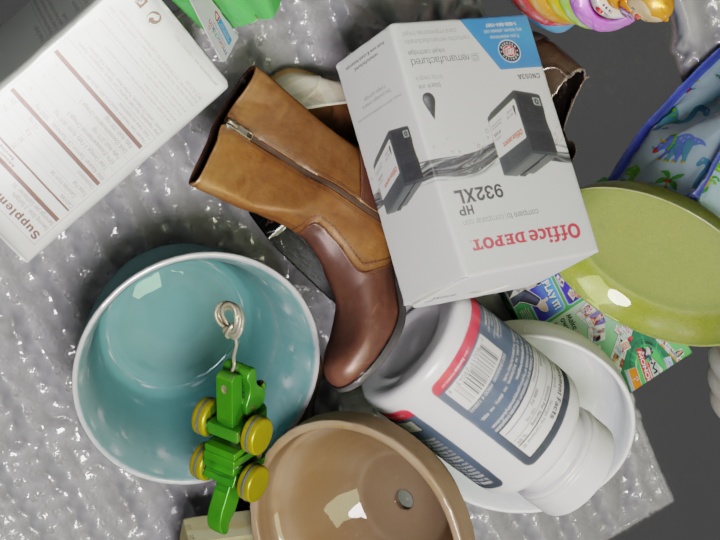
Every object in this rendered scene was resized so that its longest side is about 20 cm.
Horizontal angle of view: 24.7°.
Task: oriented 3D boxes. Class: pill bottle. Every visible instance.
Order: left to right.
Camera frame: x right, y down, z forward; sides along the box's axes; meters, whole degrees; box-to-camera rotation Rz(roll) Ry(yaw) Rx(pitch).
[{"bbox_3d":[0.109,0.112,1.348,0.199,0.120,0.120,38,97,-22],"label":"pill bottle"}]

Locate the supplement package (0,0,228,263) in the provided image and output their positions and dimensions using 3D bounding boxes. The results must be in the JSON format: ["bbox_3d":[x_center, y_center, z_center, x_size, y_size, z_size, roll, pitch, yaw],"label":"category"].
[{"bbox_3d":[-0.216,-0.128,1.209,0.200,0.117,0.118,-40,120,1],"label":"supplement package"}]

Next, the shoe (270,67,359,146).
[{"bbox_3d":[0.015,-0.114,1.336,0.198,0.053,0.071,10,110,-25],"label":"shoe"}]

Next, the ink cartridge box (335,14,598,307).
[{"bbox_3d":[0.083,-0.087,1.272,0.144,0.083,0.202,-9,79,-37],"label":"ink cartridge box"}]

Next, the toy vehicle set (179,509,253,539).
[{"bbox_3d":[-0.105,0.286,1.449,0.123,0.027,0.201,-3,133,-20],"label":"toy vehicle set"}]

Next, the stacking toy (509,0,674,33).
[{"bbox_3d":[0.186,-0.225,1.266,0.110,0.200,0.116,-47,121,5],"label":"stacking toy"}]

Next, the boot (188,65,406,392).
[{"bbox_3d":[-0.043,-0.028,1.251,0.199,0.068,0.190,30,77,-32],"label":"boot"}]

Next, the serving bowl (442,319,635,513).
[{"bbox_3d":[0.143,0.120,1.464,0.197,0.066,0.202,2,125,3],"label":"serving bowl"}]

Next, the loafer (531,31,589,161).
[{"bbox_3d":[0.138,-0.093,1.368,0.073,0.071,0.202,-15,121,-49],"label":"loafer"}]

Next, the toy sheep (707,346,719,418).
[{"bbox_3d":[0.386,0.094,1.523,0.136,0.138,0.202,-1,119,-19],"label":"toy sheep"}]

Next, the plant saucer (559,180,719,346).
[{"bbox_3d":[0.248,-0.011,1.376,0.200,0.199,0.031,49,57,-30],"label":"plant saucer"}]

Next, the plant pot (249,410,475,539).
[{"bbox_3d":[0.017,0.201,1.325,0.092,0.199,0.203,-26,129,-53],"label":"plant pot"}]

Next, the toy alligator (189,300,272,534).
[{"bbox_3d":[-0.093,0.110,1.280,0.054,0.059,0.202,-29,130,-54],"label":"toy alligator"}]

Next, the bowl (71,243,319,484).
[{"bbox_3d":[-0.142,0.059,1.326,0.198,0.105,0.203,-8,116,-17],"label":"bowl"}]

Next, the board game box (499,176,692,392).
[{"bbox_3d":[0.208,0.032,1.487,0.134,0.029,0.201,-32,120,-5],"label":"board game box"}]

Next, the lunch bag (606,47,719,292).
[{"bbox_3d":[0.331,-0.083,1.429,0.170,0.127,0.201,52,60,-32],"label":"lunch bag"}]

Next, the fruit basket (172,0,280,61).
[{"bbox_3d":[-0.118,-0.279,1.162,0.093,0.186,0.201,-14,129,32],"label":"fruit basket"}]

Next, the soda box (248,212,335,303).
[{"bbox_3d":[0.000,0.000,1.376,0.071,0.063,0.200,-44,119,3],"label":"soda box"}]

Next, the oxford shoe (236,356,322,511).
[{"bbox_3d":[-0.055,0.144,1.420,0.083,0.073,0.202,-1,125,-22],"label":"oxford shoe"}]
